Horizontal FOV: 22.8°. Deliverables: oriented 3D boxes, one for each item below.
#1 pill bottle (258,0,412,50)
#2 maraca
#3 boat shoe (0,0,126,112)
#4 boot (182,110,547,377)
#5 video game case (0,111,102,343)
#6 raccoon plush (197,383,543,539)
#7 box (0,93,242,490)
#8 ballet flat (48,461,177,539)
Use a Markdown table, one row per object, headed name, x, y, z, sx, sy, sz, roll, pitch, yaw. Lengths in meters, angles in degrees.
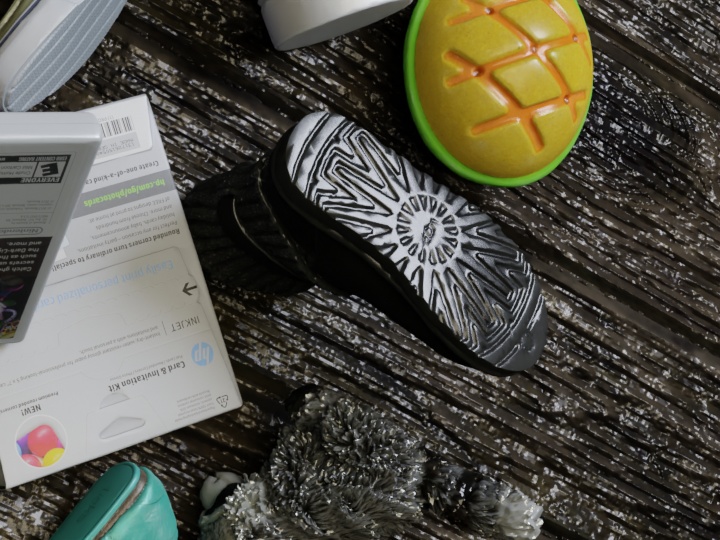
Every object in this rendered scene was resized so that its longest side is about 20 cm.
| name | x | y | z | sx | sy | sz | roll | pitch | yaw |
| --- | --- | --- | --- | --- | --- | --- | --- | --- | --- |
| pill bottle | -0.043 | -0.248 | 1.122 | 0.113 | 0.114 | 0.201 | -21 | 92 | -24 |
| maraca | 0.095 | -0.153 | 1.173 | 0.136 | 0.107 | 0.201 | 14 | 78 | -24 |
| boat shoe | -0.176 | -0.181 | 1.090 | 0.062 | 0.072 | 0.200 | 30 | 67 | 9 |
| boot | 0.001 | -0.002 | 1.087 | 0.211 | 0.158 | 0.080 | 42 | 58 | -10 |
| video game case | -0.250 | -0.016 | 0.923 | 0.199 | 0.182 | 0.023 | -3 | 54 | -29 |
| raccoon plush | -0.009 | 0.154 | 1.059 | 0.134 | 0.199 | 0.097 | -59 | 139 | -17 |
| box | -0.173 | 0.011 | 1.073 | 0.155 | 0.041 | 0.201 | -18 | 90 | -24 |
| ballet flat | -0.179 | 0.201 | 1.035 | 0.200 | 0.067 | 0.071 | -43 | 115 | -20 |
